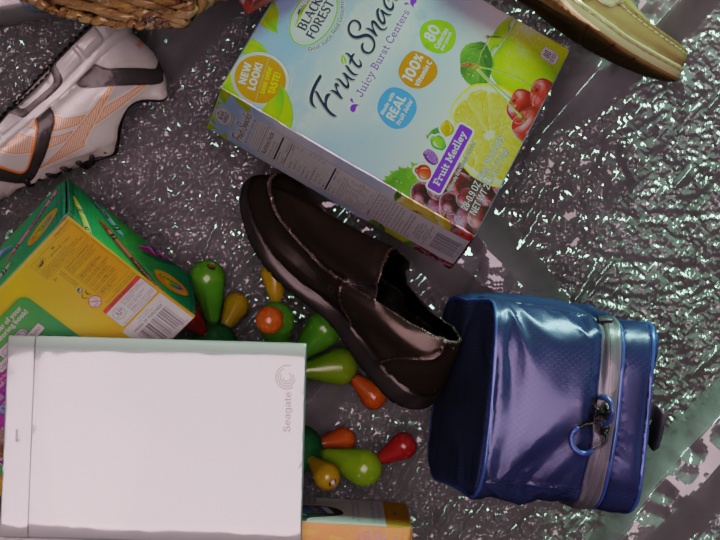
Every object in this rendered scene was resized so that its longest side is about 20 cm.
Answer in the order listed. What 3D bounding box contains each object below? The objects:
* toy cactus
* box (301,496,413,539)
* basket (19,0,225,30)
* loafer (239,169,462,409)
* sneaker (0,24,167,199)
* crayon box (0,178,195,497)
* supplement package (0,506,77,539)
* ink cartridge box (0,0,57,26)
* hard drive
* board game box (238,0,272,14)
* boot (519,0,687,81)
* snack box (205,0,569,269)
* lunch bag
[{"bbox_3d":[-0.072,0.094,1.495,0.165,0.102,0.200,-42,100,10],"label":"toy cactus"},{"bbox_3d":[-0.064,0.181,1.475,0.198,0.119,0.042,2,92,0],"label":"box"},{"bbox_3d":[-0.160,-0.250,1.392,0.198,0.149,0.144,20,121,10],"label":"basket"},{"bbox_3d":[0.000,0.000,1.458,0.200,0.073,0.071,47,120,6],"label":"loafer"},{"bbox_3d":[-0.217,-0.090,1.492,0.200,0.074,0.080,-43,103,5],"label":"sneaker"},{"bbox_3d":[-0.222,0.051,1.459,0.119,0.058,0.200,39,106,-25],"label":"crayon box"},{"bbox_3d":[-0.208,0.257,1.475,0.116,0.117,0.202,-20,91,-1],"label":"supplement package"},{"bbox_3d":[-0.217,-0.254,1.481,0.198,0.084,0.146,-9,91,0],"label":"ink cartridge box"},{"bbox_3d":[-0.136,0.112,1.406,0.198,0.027,0.133,2,84,-1],"label":"hard drive"},{"bbox_3d":[-0.027,-0.261,1.463,0.199,0.019,0.103,-32,81,-27],"label":"board game box"},{"bbox_3d":[0.176,-0.242,1.495,0.199,0.073,0.156,34,85,-5],"label":"boot"},{"bbox_3d":[0.019,-0.125,1.465,0.199,0.068,0.170,29,64,-1],"label":"snack box"},{"bbox_3d":[0.131,0.089,1.434,0.131,0.200,0.137,6,91,-11],"label":"lunch bag"}]
